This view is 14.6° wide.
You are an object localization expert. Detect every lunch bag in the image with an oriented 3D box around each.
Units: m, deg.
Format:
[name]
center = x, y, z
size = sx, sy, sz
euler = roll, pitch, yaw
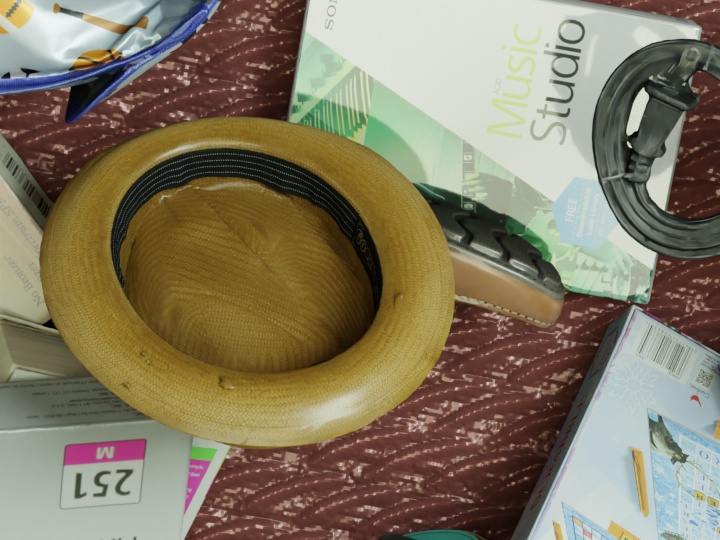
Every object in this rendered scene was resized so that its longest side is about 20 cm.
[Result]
[lunch bag]
center = -0.158, -0.141, 1.331
size = 0.199, 0.170, 0.125
euler = -5, 105, -1

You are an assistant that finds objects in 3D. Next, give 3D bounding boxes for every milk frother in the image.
[milk frother]
center = 0.214, -0.054, 1.335
size = 0.200, 0.188, 0.181
euler = 39, 88, 1

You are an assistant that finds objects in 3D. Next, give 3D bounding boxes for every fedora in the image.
[fedora]
center = -0.053, 0.018, 1.292
size = 0.199, 0.201, 0.082
euler = 4, 139, -2

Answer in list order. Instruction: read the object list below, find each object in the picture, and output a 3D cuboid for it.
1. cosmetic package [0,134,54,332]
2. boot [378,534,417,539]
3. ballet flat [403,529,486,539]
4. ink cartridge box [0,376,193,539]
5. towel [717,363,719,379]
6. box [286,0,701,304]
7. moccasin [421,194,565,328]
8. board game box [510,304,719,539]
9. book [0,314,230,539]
[cosmetic package]
center = -0.241, 0.022, 1.397
size = 0.200, 0.087, 0.104
euler = -37, 100, 5
[boot]
center = 0.008, 0.235, 1.330
size = 0.069, 0.200, 0.175
euler = 21, 104, -8
[ballet flat]
center = -0.019, 0.192, 1.450
size = 0.199, 0.069, 0.063
euler = -20, 127, 5
[ink cartridge box]
center = -0.186, 0.133, 1.335
size = 0.199, 0.044, 0.174
euler = -3, 125, -17
[towel]
center = 0.276, 0.115, 1.405
size = 0.146, 0.024, 0.201
euler = -19, 81, -20
[box]
center = 0.061, -0.071, 1.414
size = 0.199, 0.036, 0.145
euler = 10, 99, -1
[moccasin]
center = 0.000, 0.000, 1.372
size = 0.200, 0.074, 0.078
euler = 10, 104, -2
[board game box]
center = 0.176, 0.152, 1.403
size = 0.199, 0.041, 0.200
euler = 30, 67, -5
[book]
center = -0.155, 0.130, 1.396
size = 0.133, 0.048, 0.201
euler = 16, 115, -27
